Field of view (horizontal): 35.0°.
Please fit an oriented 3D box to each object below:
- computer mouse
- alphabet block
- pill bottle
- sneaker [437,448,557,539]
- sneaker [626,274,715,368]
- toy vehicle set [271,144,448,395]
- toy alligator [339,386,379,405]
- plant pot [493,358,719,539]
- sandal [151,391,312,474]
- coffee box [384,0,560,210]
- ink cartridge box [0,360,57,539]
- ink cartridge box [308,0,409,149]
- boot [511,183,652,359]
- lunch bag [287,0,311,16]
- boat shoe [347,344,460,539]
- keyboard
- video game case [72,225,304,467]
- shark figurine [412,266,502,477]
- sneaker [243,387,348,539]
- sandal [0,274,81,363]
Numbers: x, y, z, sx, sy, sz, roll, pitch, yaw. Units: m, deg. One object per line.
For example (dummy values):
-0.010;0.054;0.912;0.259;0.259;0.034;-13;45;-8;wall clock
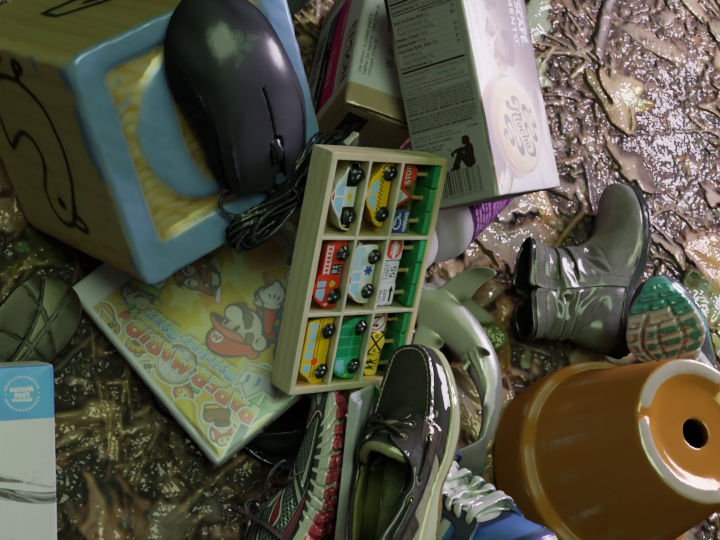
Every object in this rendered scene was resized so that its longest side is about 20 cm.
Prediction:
-0.073;-0.118;0.850;0.138;0.053;0.200;-44;130;-22;computer mouse
-0.175;-0.134;0.928;0.196;0.200;0.196;-32;124;-31;alphabet block
0.079;-0.079;1.093;0.112;0.112;0.200;45;55;0;pill bottle
0.069;0.175;0.941;0.080;0.200;0.147;-8;84;-38;sneaker
0.306;0.053;1.130;0.077;0.200;0.091;-11;52;19;sneaker
0.000;0.000;0.929;0.124;0.026;0.201;-3;110;-40;toy vehicle set
-0.052;0.054;1.031;0.200;0.054;0.059;40;85;6;toy alligator
0.250;0.166;1.033;0.199;0.183;0.201;8;67;-19;plant pot
-0.082;0.127;0.988;0.200;0.048;0.076;19;63;-14;sandal
0.096;-0.159;0.984;0.113;0.080;0.201;-11;90;-52;coffee box
-0.285;0.170;0.843;0.115;0.067;0.201;-2;88;-24;ink cartridge box
0.005;-0.191;1.086;0.075;0.165;0.201;19;63;-15;ink cartridge box
0.222;-0.014;1.159;0.130;0.068;0.201;16;66;-18;boot
-0.094;-0.337;1.083;0.160;0.200;0.077;45;58;2;lunch bag
0.030;0.148;0.902;0.066;0.072;0.202;33;58;-47;boat shoe
-0.009;0.196;0.943;0.011;0.056;0.201;7;96;13;keyboard
-0.117;0.035;0.984;0.182;0.023;0.200;-39;79;-17;video game case
0.098;0.087;1.068;0.128;0.090;0.215;-27;71;5;shark figurine
-0.056;0.190;0.936;0.074;0.081;0.201;13;77;15;sneaker
-0.305;0.084;0.906;0.082;0.055;0.200;44;67;-16;sandal
